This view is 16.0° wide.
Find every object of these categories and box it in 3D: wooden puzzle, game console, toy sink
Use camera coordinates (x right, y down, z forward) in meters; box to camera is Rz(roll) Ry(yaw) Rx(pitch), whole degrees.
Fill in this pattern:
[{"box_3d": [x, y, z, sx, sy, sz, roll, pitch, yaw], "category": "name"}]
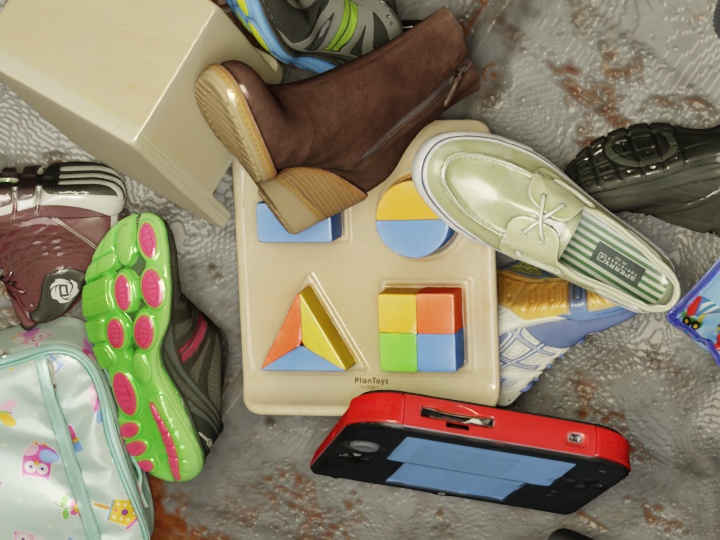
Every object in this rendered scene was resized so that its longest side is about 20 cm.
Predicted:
[{"box_3d": [0.000, 0.000, 1.736, 0.184, 0.046, 0.202, 0, 95, 16], "category": "wooden puzzle"}, {"box_3d": [0.075, 0.132, 1.765, 0.198, 0.177, 0.031, 11, 68, -9], "category": "game console"}, {"box_3d": [-0.138, -0.127, 1.673, 0.130, 0.200, 0.113, 29, 84, 21], "category": "toy sink"}]

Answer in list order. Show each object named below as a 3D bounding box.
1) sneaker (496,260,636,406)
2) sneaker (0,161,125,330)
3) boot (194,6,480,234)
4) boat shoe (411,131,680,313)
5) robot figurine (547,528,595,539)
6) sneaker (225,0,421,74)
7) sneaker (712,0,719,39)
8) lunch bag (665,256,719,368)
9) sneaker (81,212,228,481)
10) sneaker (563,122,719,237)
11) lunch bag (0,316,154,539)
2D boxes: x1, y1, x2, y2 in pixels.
[{"box_3d": [0.110, 0.047, 1.786, 0.199, 0.075, 0.089, -13, 118, 18], "category": "sneaker"}, {"box_3d": [-0.261, -0.011, 1.777, 0.198, 0.076, 0.116, 0, 115, 2], "category": "sneaker"}, {"box_3d": [-0.012, -0.118, 1.625, 0.166, 0.200, 0.072, -40, 62, -4], "category": "boot"}, {"box_3d": [0.127, -0.033, 1.677, 0.199, 0.062, 0.072, 26, 90, -13], "category": "boat shoe"}, {"box_3d": [0.161, 0.292, 1.843, 0.149, 0.125, 0.202, -8, 110, 6], "category": "robot figurine"}, {"box_3d": [-0.021, -0.170, 1.668, 0.083, 0.071, 0.199, -50, 140, 14], "category": "sneaker"}, {"box_3d": [0.323, -0.211, 1.679, 0.082, 0.070, 0.200, 33, 109, -35], "category": "sneaker"}, {"box_3d": [0.332, -0.001, 1.727, 0.150, 0.094, 0.201, 27, 102, -34], "category": "lunch bag"}, {"box_3d": [-0.139, 0.048, 1.788, 0.076, 0.084, 0.201, 7, 119, 27], "category": "sneaker"}, {"box_3d": [0.232, -0.056, 1.735, 0.198, 0.076, 0.091, -10, 120, 11], "category": "sneaker"}, {"box_3d": [-0.234, 0.136, 1.830, 0.159, 0.077, 0.201, -13, 110, 8], "category": "lunch bag"}]
